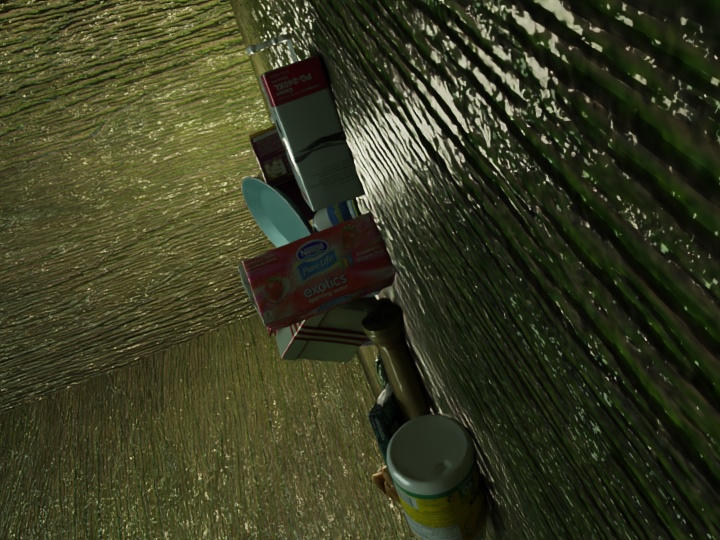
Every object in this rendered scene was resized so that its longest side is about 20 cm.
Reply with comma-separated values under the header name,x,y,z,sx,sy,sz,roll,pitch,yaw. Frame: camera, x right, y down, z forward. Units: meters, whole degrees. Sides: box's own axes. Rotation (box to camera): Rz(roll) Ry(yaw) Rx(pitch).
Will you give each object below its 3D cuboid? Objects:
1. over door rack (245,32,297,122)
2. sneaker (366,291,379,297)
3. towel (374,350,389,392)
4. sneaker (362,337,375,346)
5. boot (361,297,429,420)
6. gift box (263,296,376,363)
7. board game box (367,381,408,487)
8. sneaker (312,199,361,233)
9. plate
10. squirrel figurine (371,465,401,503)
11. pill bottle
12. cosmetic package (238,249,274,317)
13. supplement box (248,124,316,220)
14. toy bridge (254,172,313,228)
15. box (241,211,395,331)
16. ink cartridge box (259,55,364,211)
name,x,y,z,sx,sy,sz,roll,pitch,yaw
over door rack,-0.155,-0.337,1.045,0.200,0.066,0.149,29,141,61
sneaker,0.000,0.000,1.040,0.200,0.072,0.071,94,175,-72
towel,0.078,0.254,1.194,0.148,0.036,0.201,-59,-51,-80
sneaker,0.019,0.118,1.295,0.200,0.074,0.100,118,144,-77
boot,0.066,0.155,0.945,0.175,0.066,0.201,-74,-35,-79
gift box,-0.096,0.070,1.197,0.185,0.186,0.200,-59,39,27
board game box,0.074,0.274,1.043,0.136,0.028,0.200,70,-159,-5
sneaker,-0.041,-0.081,0.983,0.200,0.082,0.074,95,152,-83
plate,-0.130,-0.082,0.991,0.200,0.026,0.201,39,156,21
squirrel figurine,0.141,0.516,1.350,0.201,0.141,0.187,55,164,0
pill bottle,0.109,0.298,0.771,0.113,0.112,0.201,-119,10,-56
cosmetic package,-0.161,0.009,1.301,0.081,0.199,0.113,-118,8,-54
supplement box,-0.119,-0.192,1.091,0.201,0.130,0.104,-116,6,-45
toy bridge,-0.147,-0.126,1.176,0.200,0.027,0.067,46,-176,12
box,-0.059,0.003,0.849,0.095,0.199,0.103,87,162,-79
ink cartridge box,-0.074,-0.200,0.850,0.145,0.083,0.201,-126,17,-70
